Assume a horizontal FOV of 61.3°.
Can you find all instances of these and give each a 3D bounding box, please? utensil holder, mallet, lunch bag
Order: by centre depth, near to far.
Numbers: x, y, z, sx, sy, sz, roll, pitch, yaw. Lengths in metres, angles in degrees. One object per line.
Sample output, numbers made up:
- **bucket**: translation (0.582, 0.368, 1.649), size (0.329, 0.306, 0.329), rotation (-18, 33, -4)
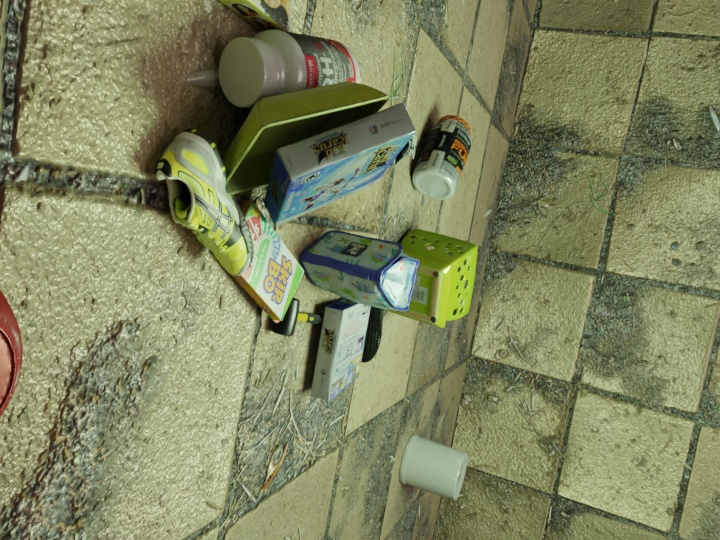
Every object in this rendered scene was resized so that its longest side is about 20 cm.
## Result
- **mallet**: translation (-0.107, 0.095, 1.105), size (0.200, 0.040, 0.067), rotation (43, 60, -70)
- **lunch bag**: translation (0.000, 0.000, 1.138), size (0.199, 0.167, 0.131), rotation (7, 95, -67)
- **utensil holder**: translation (0.254, 0.681, 2.097), size (0.169, 0.196, 0.174), rotation (13, 90, -68)

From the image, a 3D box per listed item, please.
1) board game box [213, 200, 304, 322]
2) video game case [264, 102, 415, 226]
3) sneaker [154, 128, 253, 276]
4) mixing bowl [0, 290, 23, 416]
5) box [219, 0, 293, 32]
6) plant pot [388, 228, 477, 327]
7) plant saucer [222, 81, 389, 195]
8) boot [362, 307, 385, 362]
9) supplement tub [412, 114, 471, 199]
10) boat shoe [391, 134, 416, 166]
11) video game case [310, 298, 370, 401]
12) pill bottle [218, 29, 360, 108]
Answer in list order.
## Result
- **board game box**: translation (-0.146, -0.005, 0.932), size (0.097, 0.029, 0.201), rotation (-67, 151, -26)
- **video game case**: translation (-0.036, -0.139, 0.837), size (0.179, 0.046, 0.200), rotation (-26, 176, -17)
- **sneaker**: translation (-0.196, -0.070, 0.756), size (0.077, 0.074, 0.203), rotation (-50, 136, -36)
- **mixing bowl**: translation (-0.326, 0.067, 0.436), size (0.199, 0.106, 0.205), rotation (11, 90, -68)
- **box**: translation (-0.147, -0.363, 0.740), size (0.199, 0.049, 0.077), rotation (0, 101, -68)
- **plant pot**: translation (0.173, 0.026, 1.567), size (0.181, 0.196, 0.204), rotation (-30, 130, -54)
- **plant saucer**: translation (-0.089, -0.178, 0.793), size (0.197, 0.199, 0.049), rotation (-23, 84, -34)
- **boot**: translation (0.040, 0.113, 1.447), size (0.130, 0.066, 0.205), rotation (-6, 108, -74)
- **supplement tub**: translation (0.218, -0.300, 1.596), size (0.123, 0.120, 0.203), rotation (65, 42, -57)
- **boat shoe**: translation (0.091, -0.284, 1.354), size (0.199, 0.067, 0.075), rotation (-46, 143, -54)
- **video game case**: translation (-0.037, 0.155, 1.274), size (0.200, 0.044, 0.186), rotation (-14, 114, -72)
- **pill bottle**: translation (-0.095, -0.263, 0.826), size (0.199, 0.109, 0.113), rotation (-22, 122, -55)
